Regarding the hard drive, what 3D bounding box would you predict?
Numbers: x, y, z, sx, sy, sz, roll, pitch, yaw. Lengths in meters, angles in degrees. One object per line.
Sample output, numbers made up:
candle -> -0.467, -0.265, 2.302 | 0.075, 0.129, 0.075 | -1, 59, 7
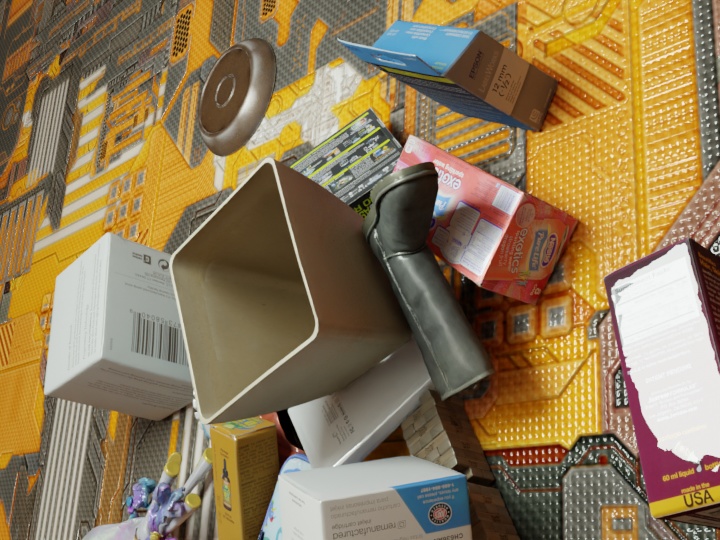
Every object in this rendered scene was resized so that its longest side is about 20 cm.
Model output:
hard drive -> 0.012, 0.130, 1.045 | 0.200, 0.026, 0.132 | -44, 35, 6

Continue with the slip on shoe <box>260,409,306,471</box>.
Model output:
slip on shoe -> -0.104, 0.172, 1.186 | 0.061, 0.074, 0.201 | -46, 51, 26

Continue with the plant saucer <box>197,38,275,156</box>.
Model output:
plant saucer -> -0.209, -0.286, 1.526 | 0.199, 0.032, 0.203 | -23, 58, 44

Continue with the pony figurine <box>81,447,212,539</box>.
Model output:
pony figurine -> -0.279, 0.353, 1.281 | 0.201, 0.165, 0.194 | -55, 10, 23

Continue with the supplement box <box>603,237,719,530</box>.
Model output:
supplement box -> 0.273, 0.092, 0.745 | 0.085, 0.109, 0.203 | -29, 54, 39

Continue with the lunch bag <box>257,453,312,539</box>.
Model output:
lunch bag -> -0.027, 0.295, 1.042 | 0.199, 0.082, 0.163 | 12, 82, 50

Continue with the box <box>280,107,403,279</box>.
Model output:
box -> -0.034, -0.098, 1.153 | 0.199, 0.044, 0.161 | -35, 36, 3

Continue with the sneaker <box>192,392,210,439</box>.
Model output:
sneaker -> -0.169, 0.134, 1.281 | 0.086, 0.075, 0.203 | -9, 69, 41

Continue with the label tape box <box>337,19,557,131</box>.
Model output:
label tape box -> 0.094, -0.222, 1.009 | 0.143, 0.199, 0.067 | 26, 93, 50

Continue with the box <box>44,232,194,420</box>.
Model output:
box -> -0.331, 0.089, 1.386 | 0.171, 0.197, 0.203 | -31, 52, 38

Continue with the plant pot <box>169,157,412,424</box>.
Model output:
plant pot -> -0.062, 0.035, 0.994 | 0.199, 0.176, 0.202 | -39, 55, 35

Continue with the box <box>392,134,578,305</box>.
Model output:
box -> 0.117, -0.056, 0.999 | 0.200, 0.094, 0.104 | 36, 103, 50

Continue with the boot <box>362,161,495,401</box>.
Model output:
boot -> 0.070, 0.016, 0.910 | 0.182, 0.072, 0.202 | 104, 148, -70

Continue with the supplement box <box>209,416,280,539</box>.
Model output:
supplement box -> -0.133, 0.278, 1.125 | 0.066, 0.068, 0.203 | 11, 109, 51

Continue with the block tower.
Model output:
block tower -> 0.100, 0.220, 0.940 | 0.058, 0.054, 0.202 | -44, 46, 28

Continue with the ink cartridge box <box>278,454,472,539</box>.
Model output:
ink cartridge box -> 0.016, 0.290, 0.873 | 0.144, 0.145, 0.203 | 172, 93, -70
